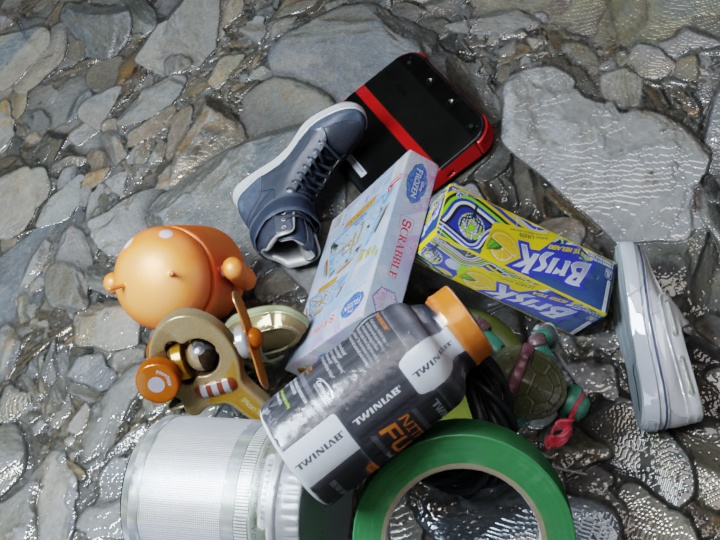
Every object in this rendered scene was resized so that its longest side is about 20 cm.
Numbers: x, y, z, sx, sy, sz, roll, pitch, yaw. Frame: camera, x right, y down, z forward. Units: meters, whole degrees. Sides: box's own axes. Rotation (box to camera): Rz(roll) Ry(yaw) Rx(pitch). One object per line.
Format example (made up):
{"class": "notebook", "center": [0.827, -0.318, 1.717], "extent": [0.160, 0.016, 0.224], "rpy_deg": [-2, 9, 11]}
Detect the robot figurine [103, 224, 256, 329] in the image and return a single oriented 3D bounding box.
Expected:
{"class": "robot figurine", "center": [-0.199, 0.006, 1.214], "extent": [0.143, 0.200, 0.118], "rpy_deg": [33, 101, 12]}

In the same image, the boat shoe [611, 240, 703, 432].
{"class": "boat shoe", "center": [0.295, 0.064, 1.079], "extent": [0.065, 0.074, 0.203], "rpy_deg": [-2, 65, 0]}

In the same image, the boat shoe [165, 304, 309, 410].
{"class": "boat shoe", "center": [-0.139, 0.097, 1.192], "extent": [0.198, 0.073, 0.064], "rpy_deg": [-21, 52, 26]}

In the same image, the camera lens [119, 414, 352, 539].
{"class": "camera lens", "center": [-0.123, 0.227, 1.063], "extent": [0.197, 0.161, 0.162], "rpy_deg": [0, 58, 20]}

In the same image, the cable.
{"class": "cable", "center": [0.071, 0.126, 1.022], "extent": [0.199, 0.051, 0.165], "rpy_deg": [35, 115, 15]}

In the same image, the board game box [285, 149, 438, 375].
{"class": "board game box", "center": [0.000, 0.000, 1.161], "extent": [0.041, 0.200, 0.202], "rpy_deg": [25, 62, -16]}

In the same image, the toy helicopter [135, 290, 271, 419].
{"class": "toy helicopter", "center": [-0.129, 0.112, 1.133], "extent": [0.132, 0.200, 0.079], "rpy_deg": [-44, 16, 17]}

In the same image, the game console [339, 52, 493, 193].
{"class": "game console", "center": [0.052, -0.171, 1.343], "extent": [0.176, 0.031, 0.201], "rpy_deg": [-39, 52, 1]}

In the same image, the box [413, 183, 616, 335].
{"class": "box", "center": [0.157, -0.008, 1.103], "extent": [0.197, 0.070, 0.065], "rpy_deg": [24, 62, -11]}

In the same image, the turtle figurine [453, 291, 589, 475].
{"class": "turtle figurine", "center": [0.152, 0.106, 1.054], "extent": [0.198, 0.101, 0.151], "rpy_deg": [27, 71, 11]}

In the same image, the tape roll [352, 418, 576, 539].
{"class": "tape roll", "center": [0.092, 0.237, 0.969], "extent": [0.197, 0.048, 0.204], "rpy_deg": [1, 101, 5]}

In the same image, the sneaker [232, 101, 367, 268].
{"class": "sneaker", "center": [-0.055, -0.095, 1.281], "extent": [0.202, 0.077, 0.147], "rpy_deg": [-40, 42, 15]}

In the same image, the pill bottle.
{"class": "pill bottle", "center": [0.019, 0.101, 0.935], "extent": [0.199, 0.106, 0.107], "rpy_deg": [-38, 53, 1]}

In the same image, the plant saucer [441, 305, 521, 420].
{"class": "plant saucer", "center": [0.079, 0.116, 1.140], "extent": [0.197, 0.031, 0.203], "rpy_deg": [-9, 56, 14]}
